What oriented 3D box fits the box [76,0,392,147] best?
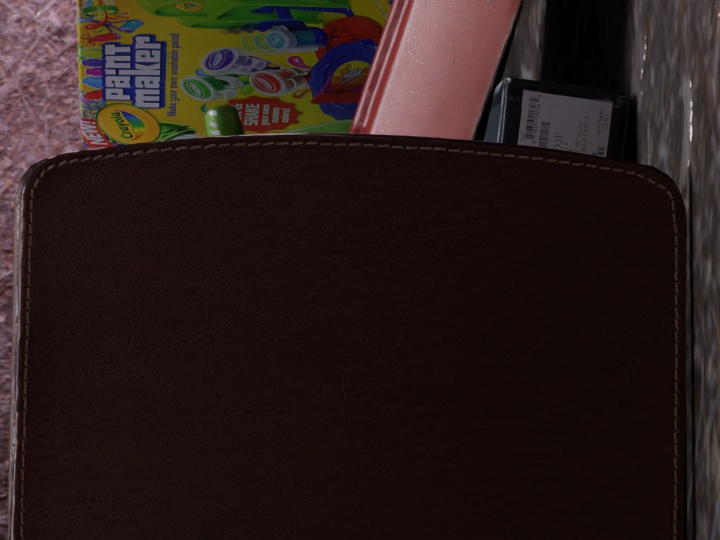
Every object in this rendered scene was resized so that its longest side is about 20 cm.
[{"bbox_3d":[-0.032,-0.149,1.322,0.200,0.193,0.122,100,169,-68],"label":"box"}]

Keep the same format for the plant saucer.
[{"bbox_3d":[0.026,-0.078,1.094,0.200,0.037,0.200,-80,8,-62],"label":"plant saucer"}]

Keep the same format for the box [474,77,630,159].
[{"bbox_3d":[0.052,0.021,1.057,0.200,0.046,0.159,152,125,-85],"label":"box"}]

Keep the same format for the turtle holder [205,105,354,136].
[{"bbox_3d":[-0.009,0.000,1.328,0.186,0.141,0.132,138,123,-65],"label":"turtle holder"}]

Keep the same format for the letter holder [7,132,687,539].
[{"bbox_3d":[-0.006,0.033,0.903,0.101,0.200,0.142,133,138,-84],"label":"letter holder"}]
